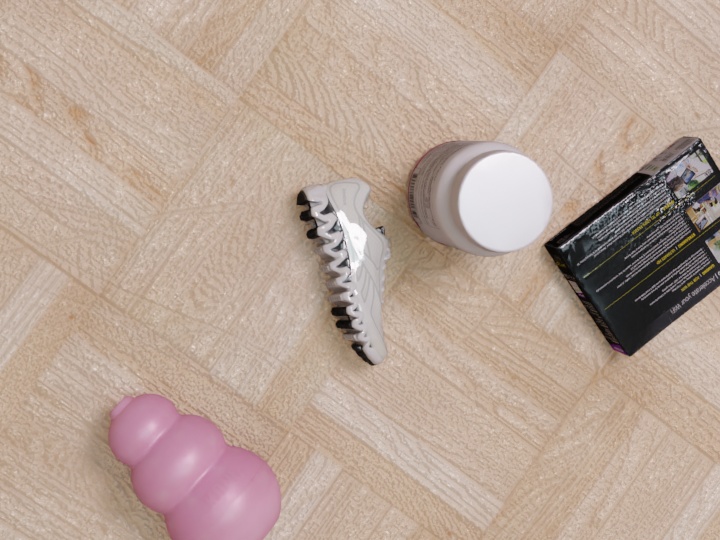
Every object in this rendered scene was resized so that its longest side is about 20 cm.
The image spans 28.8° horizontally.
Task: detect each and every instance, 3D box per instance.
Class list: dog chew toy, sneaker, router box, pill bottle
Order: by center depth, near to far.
[{"bbox_3d":[0.120,-0.073,1.411,0.112,0.200,0.115,-1,96,-10],"label":"pill bottle"},{"bbox_3d":[-0.175,0.205,1.431,0.200,0.125,0.125,45,87,-3],"label":"dog chew toy"},{"bbox_3d":[0.000,0.000,1.466,0.080,0.075,0.202,-19,99,-16],"label":"sneaker"},{"bbox_3d":[0.321,-0.027,1.526,0.199,0.051,0.150,-36,102,-5],"label":"router box"}]
